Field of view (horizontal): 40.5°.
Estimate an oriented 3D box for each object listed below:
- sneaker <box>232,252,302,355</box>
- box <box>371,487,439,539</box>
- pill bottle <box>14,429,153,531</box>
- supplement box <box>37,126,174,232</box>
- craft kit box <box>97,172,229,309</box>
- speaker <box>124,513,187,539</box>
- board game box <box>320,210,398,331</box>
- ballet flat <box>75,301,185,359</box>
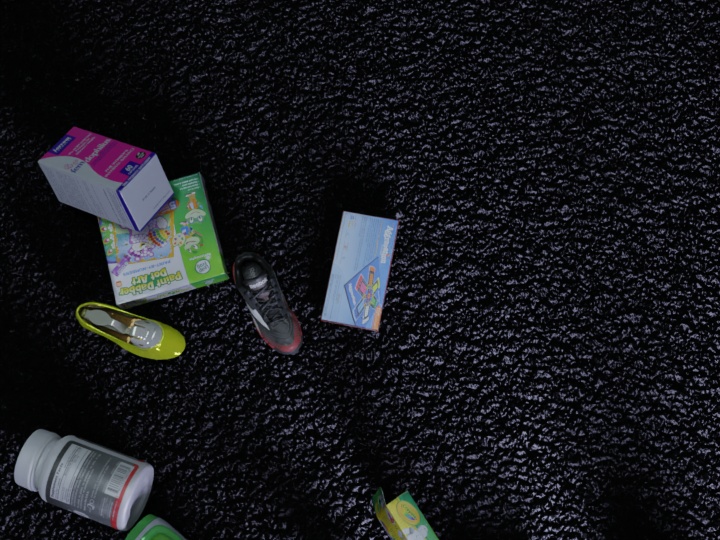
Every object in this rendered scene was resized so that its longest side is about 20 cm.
[{"bbox_3d":[-0.162,0.052,1.663,0.071,0.098,0.201,-27,77,-7],"label":"sneaker"},{"bbox_3d":[0.087,0.430,1.541,0.048,0.117,0.200,-31,76,-18],"label":"box"},{"bbox_3d":[-0.450,0.337,1.591,0.199,0.114,0.115,18,77,8],"label":"pill bottle"},{"bbox_3d":[-0.440,-0.159,1.689,0.199,0.104,0.101,18,56,27],"label":"supplement box"},{"bbox_3d":[-0.353,-0.053,1.727,0.199,0.049,0.199,-17,78,-2],"label":"craft kit box"},{"bbox_3d":[-0.285,0.482,1.561,0.200,0.088,0.089,37,80,11],"label":"speaker"},{"bbox_3d":[0.000,0.000,1.710,0.102,0.019,0.201,10,76,6],"label":"board game box"},{"bbox_3d":[-0.399,0.101,1.675,0.199,0.067,0.067,19,76,7],"label":"ballet flat"}]
